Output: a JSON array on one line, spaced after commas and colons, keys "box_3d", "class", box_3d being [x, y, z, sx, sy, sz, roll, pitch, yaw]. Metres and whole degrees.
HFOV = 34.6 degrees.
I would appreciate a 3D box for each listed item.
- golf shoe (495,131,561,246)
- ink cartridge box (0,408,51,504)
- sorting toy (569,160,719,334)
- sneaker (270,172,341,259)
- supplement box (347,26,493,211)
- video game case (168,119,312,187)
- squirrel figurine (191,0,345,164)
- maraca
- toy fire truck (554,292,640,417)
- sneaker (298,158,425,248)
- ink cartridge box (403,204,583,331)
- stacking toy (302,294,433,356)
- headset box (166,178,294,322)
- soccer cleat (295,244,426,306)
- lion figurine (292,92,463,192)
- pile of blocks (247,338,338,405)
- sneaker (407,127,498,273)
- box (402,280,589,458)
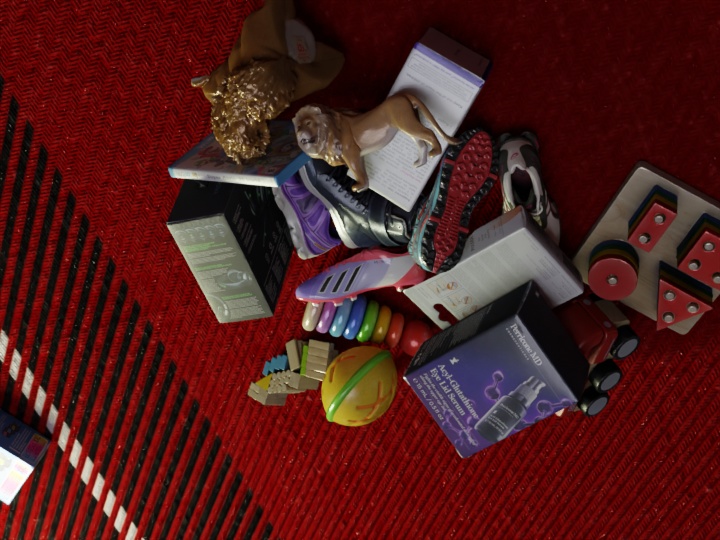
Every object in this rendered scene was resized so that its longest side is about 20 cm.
[{"box_3d": [0.222, -0.086, 1.559, 0.076, 0.089, 0.202, -13, 121, 15], "class": "golf shoe"}, {"box_3d": [-0.683, 0.315, 2.093, 0.199, 0.077, 0.137, 35, 125, -8], "class": "ink cartridge box"}, {"box_3d": [0.411, -0.013, 1.568, 0.198, 0.070, 0.200, 27, 126, -4], "class": "sorting toy"}, {"box_3d": [-0.078, -0.113, 1.648, 0.082, 0.081, 0.202, -17, 126, 6], "class": "sneaker"}, {"box_3d": [0.077, -0.195, 1.493, 0.102, 0.101, 0.202, 29, 115, 0], "class": "supplement box"}, {"box_3d": [-0.142, -0.161, 1.537, 0.198, 0.143, 0.018, 8, 130, 38], "class": "video game case"}, {"box_3d": [-0.145, -0.242, 1.494, 0.185, 0.202, 0.141, -20, 127, 41], "class": "squirrel figurine"}, {"box_3d": [0.001, 0.177, 1.746, 0.137, 0.200, 0.107, -43, 78, -4], "class": "maraca"}, {"box_3d": [0.263, 0.123, 1.632, 0.198, 0.129, 0.178, -10, 135, -32], "class": "toy fire truck"}, {"box_3d": [0.008, -0.112, 1.580, 0.145, 0.077, 0.203, 4, 140, 41], "class": "sneaker"}, {"box_3d": [0.181, 0.015, 1.577, 0.198, 0.051, 0.162, -27, 131, 27], "class": "ink cartridge box"}, {"box_3d": [0.016, 0.076, 1.738, 0.197, 0.086, 0.086, 18, 127, -4], "class": "stacking toy"}, {"box_3d": [-0.177, -0.062, 1.617, 0.091, 0.176, 0.202, -8, 131, 19], "class": "headset box"}, {"box_3d": [0.000, 0.000, 1.667, 0.197, 0.067, 0.078, -10, 103, -7], "class": "soccer cleat"}, {"box_3d": [0.018, -0.174, 1.431, 0.197, 0.072, 0.124, -20, 89, 14], "class": "lion figurine"}, {"box_3d": [-0.096, 0.159, 1.842, 0.199, 0.083, 0.062, -25, 158, 38], "class": "pile of blocks"}, {"box_3d": [0.112, -0.098, 1.533, 0.079, 0.095, 0.202, 26, 85, -21], "class": "sneaker"}, {"box_3d": [0.184, 0.134, 1.552, 0.199, 0.104, 0.149, -33, 100, 30], "class": "box"}]
